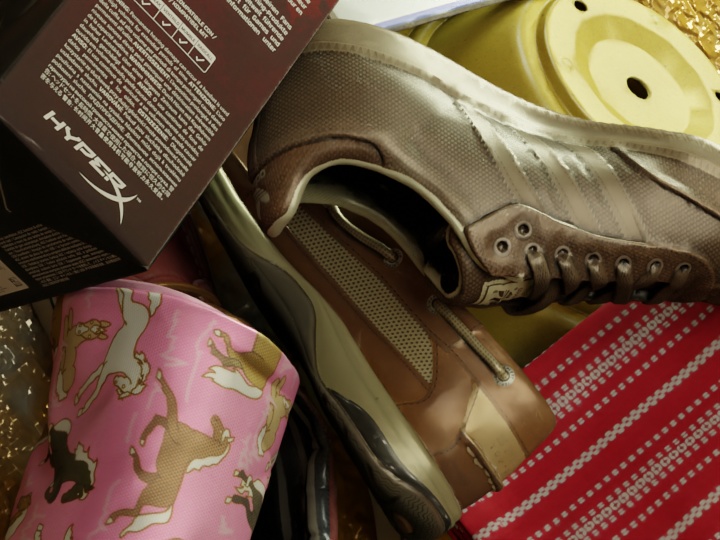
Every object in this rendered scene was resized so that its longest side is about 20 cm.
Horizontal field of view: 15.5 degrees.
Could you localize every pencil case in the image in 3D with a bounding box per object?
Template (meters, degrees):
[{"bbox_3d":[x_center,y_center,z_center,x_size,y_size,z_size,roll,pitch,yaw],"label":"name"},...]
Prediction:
[{"bbox_3d":[-0.082,0.105,0.804,0.083,0.087,0.200,17,70,-1],"label":"pencil case"}]

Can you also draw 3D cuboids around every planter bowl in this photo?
[{"bbox_3d":[0.085,-0.047,1.000,0.200,0.083,0.201,23,42,-22],"label":"planter bowl"}]

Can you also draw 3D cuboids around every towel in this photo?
[{"bbox_3d":[0.119,0.087,0.868,0.145,0.022,0.200,-38,53,-3],"label":"towel"}]

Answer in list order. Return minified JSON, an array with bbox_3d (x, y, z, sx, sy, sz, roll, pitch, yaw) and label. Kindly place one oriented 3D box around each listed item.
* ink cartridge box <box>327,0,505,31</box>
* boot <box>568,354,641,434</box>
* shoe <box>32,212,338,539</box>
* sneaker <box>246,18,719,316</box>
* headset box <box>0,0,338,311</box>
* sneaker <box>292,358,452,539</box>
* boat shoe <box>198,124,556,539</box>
[{"bbox_3d":[0.012,-0.173,1.028,0.197,0.047,0.200,-18,68,-35],"label":"ink cartridge box"},{"bbox_3d":[0.151,0.023,0.944,0.200,0.075,0.074,-41,123,-16],"label":"boot"},{"bbox_3d":[-0.061,0.029,0.924,0.071,0.091,0.200,-8,79,-33],"label":"shoe"},{"bbox_3d":[0.057,-0.012,0.868,0.200,0.070,0.076,20,64,-5],"label":"sneaker"},{"bbox_3d":[-0.081,-0.084,0.869,0.075,0.149,0.200,47,58,-21],"label":"headset box"},{"bbox_3d":[0.036,0.061,0.973,0.075,0.090,0.200,-14,83,-33],"label":"sneaker"},{"bbox_3d":[0.000,0.000,0.917,0.074,0.076,0.200,-31,64,-3],"label":"boat shoe"}]
